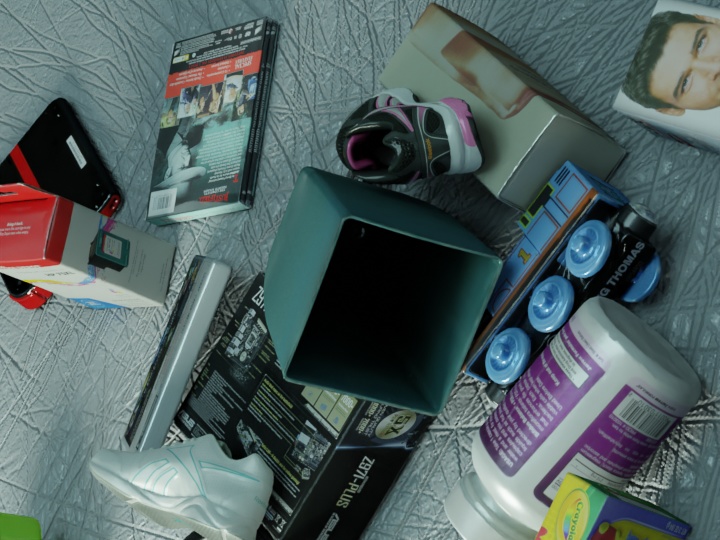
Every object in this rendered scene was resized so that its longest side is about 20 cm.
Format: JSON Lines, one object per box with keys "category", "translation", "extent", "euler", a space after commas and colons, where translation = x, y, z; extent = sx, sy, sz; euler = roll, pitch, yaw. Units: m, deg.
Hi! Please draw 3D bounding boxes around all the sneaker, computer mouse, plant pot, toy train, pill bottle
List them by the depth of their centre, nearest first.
{"category": "pill bottle", "translation": [0.154, 0.128, 1.374], "extent": [0.200, 0.112, 0.112], "euler": [-51, 46, 15]}
{"category": "toy train", "translation": [0.155, 0.017, 1.445], "extent": [0.201, 0.086, 0.114], "euler": [-54, 36, 16]}
{"category": "sneaker", "translation": [0.017, -0.107, 1.496], "extent": [0.200, 0.086, 0.081], "euler": [-4, 99, 66]}
{"category": "plant pot", "translation": [0.000, 0.000, 1.496], "extent": [0.142, 0.140, 0.200], "euler": [-68, 23, 16]}
{"category": "sneaker", "translation": [-0.150, 0.180, 1.563], "extent": [0.199, 0.070, 0.081], "euler": [13, 66, 38]}
{"category": "computer mouse", "translation": [0.048, -0.039, 1.597], "extent": [0.199, 0.046, 0.142], "euler": [0, 80, 55]}

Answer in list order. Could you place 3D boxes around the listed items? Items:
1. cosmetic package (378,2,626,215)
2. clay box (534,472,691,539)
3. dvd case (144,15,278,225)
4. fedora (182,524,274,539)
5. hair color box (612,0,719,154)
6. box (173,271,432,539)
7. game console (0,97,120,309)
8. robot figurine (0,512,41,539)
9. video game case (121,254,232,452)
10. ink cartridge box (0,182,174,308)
{"category": "cosmetic package", "translation": [0.116, -0.131, 1.528], "extent": [0.088, 0.103, 0.200], "euler": [-54, 46, 14]}
{"category": "clay box", "translation": [0.152, 0.255, 1.320], "extent": [0.047, 0.114, 0.201], "euler": [27, 93, 45]}
{"category": "dvd case", "translation": [-0.152, -0.151, 1.856], "extent": [0.145, 0.022, 0.202], "euler": [-9, 66, 42]}
{"category": "fedora", "translation": [-0.097, 0.312, 1.555], "extent": [0.200, 0.091, 0.202], "euler": [-24, 54, 37]}
{"category": "hair color box", "translation": [0.297, -0.137, 1.384], "extent": [0.199, 0.060, 0.100], "euler": [24, 90, 47]}
{"category": "box", "translation": [-0.051, 0.124, 1.593], "extent": [0.200, 0.086, 0.165], "euler": [39, 102, 46]}
{"category": "game console", "translation": [-0.348, -0.073, 2.013], "extent": [0.177, 0.031, 0.200], "euler": [-47, 47, 13]}
{"category": "robot figurine", "translation": [-0.347, 0.339, 1.769], "extent": [0.175, 0.115, 0.202], "euler": [-36, 51, 36]}
{"category": "video game case", "translation": [-0.174, 0.083, 1.712], "extent": [0.182, 0.023, 0.202], "euler": [-170, 101, -79]}
{"category": "ink cartridge box", "translation": [-0.297, -0.022, 1.812], "extent": [0.116, 0.199, 0.068], "euler": [-3, 70, 43]}
